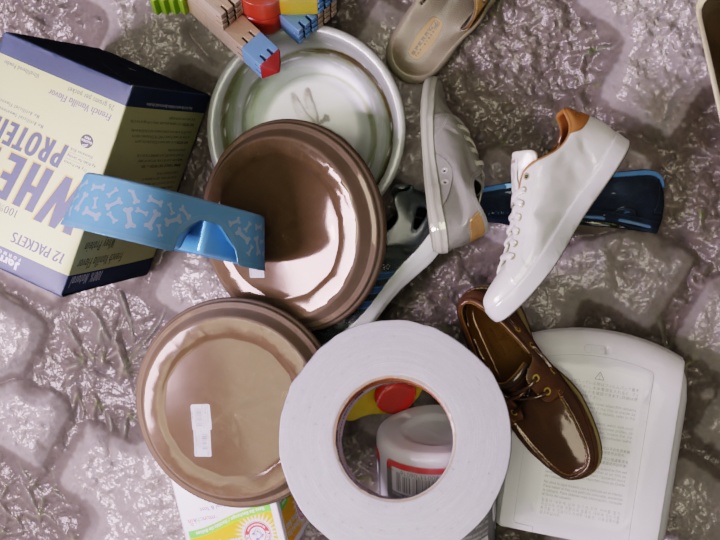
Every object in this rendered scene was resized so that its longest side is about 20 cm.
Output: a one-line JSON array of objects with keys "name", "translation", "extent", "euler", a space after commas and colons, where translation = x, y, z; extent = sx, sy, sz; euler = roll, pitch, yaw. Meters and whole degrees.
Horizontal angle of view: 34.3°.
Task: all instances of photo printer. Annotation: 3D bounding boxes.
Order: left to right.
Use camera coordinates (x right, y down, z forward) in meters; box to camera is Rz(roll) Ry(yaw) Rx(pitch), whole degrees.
[{"name": "photo printer", "translation": [0.221, 0.157, 1.117], "extent": [0.165, 0.069, 0.202], "euler": [8, 97, 12]}]

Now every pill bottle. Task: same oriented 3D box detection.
[{"name": "pill bottle", "translation": [0.074, 0.242, 1.121], "extent": [0.113, 0.114, 0.202], "euler": [1, 109, 11]}]

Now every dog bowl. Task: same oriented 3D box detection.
[{"name": "dog bowl", "translation": [-0.164, -0.042, 1.018], "extent": [0.111, 0.199, 0.050], "euler": [13, 90, 42]}]

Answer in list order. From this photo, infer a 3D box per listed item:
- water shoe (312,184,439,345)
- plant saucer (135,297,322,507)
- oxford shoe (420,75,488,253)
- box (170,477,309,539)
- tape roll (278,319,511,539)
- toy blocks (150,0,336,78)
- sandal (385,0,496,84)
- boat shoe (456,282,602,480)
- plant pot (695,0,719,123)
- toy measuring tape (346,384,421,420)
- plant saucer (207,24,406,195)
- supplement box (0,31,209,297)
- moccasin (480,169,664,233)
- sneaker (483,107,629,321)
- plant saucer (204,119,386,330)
[{"name": "water shoe", "translation": [0.000, 0.000, 1.135], "extent": [0.079, 0.072, 0.200], "euler": [41, 101, -13]}, {"name": "plant saucer", "translation": [-0.117, 0.126, 1.087], "extent": [0.198, 0.029, 0.202], "euler": [1, 97, 9]}, {"name": "oxford shoe", "translation": [0.085, -0.100, 1.080], "extent": [0.057, 0.075, 0.201], "euler": [-8, 51, 4]}, {"name": "box", "translation": [-0.127, 0.181, 1.165], "extent": [0.100, 0.112, 0.202], "euler": [-13, 93, 10]}, {"name": "tape roll", "translation": [0.031, 0.146, 1.011], "extent": [0.198, 0.066, 0.202], "euler": [-1, 81, 3]}, {"name": "toy blocks", "translation": [-0.080, -0.276, 1.100], "extent": [0.137, 0.100, 0.200], "euler": [42, 75, 13]}, {"name": "sandal", "translation": [0.089, -0.268, 1.107], "extent": [0.080, 0.054, 0.201], "euler": [34, 101, 6]}, {"name": "boat shoe", "translation": [0.146, 0.104, 1.062], "extent": [0.072, 0.067, 0.201], "euler": [-35, 79, 22]}, {"name": "plant pot", "translation": [0.398, -0.150, 0.996], "extent": [0.198, 0.177, 0.202], "euler": [-13, 93, 12]}, {"name": "toy measuring tape", "translation": [0.010, 0.135, 1.166], "extent": [0.073, 0.074, 0.201], "euler": [34, 115, 6]}, {"name": "plant saucer", "translation": [-0.050, -0.138, 1.150], "extent": [0.198, 0.050, 0.202], "euler": [1, 95, 11]}, {"name": "supplement box", "translation": [-0.267, -0.102, 1.119], "extent": [0.133, 0.200, 0.201], "euler": [23, 101, 10]}, {"name": "moccasin", "translation": [0.186, -0.054, 1.097], "extent": [0.198, 0.080, 0.069], "euler": [-5, 93, 12]}, {"name": "sneaker", "translation": [0.151, -0.053, 1.035], "extent": [0.084, 0.073, 0.201], "euler": [33, 83, -4]}, {"name": "plant saucer", "translation": [-0.070, -0.040, 1.098], "extent": [0.199, 0.029, 0.202], "euler": [5, 102, 27]}]
